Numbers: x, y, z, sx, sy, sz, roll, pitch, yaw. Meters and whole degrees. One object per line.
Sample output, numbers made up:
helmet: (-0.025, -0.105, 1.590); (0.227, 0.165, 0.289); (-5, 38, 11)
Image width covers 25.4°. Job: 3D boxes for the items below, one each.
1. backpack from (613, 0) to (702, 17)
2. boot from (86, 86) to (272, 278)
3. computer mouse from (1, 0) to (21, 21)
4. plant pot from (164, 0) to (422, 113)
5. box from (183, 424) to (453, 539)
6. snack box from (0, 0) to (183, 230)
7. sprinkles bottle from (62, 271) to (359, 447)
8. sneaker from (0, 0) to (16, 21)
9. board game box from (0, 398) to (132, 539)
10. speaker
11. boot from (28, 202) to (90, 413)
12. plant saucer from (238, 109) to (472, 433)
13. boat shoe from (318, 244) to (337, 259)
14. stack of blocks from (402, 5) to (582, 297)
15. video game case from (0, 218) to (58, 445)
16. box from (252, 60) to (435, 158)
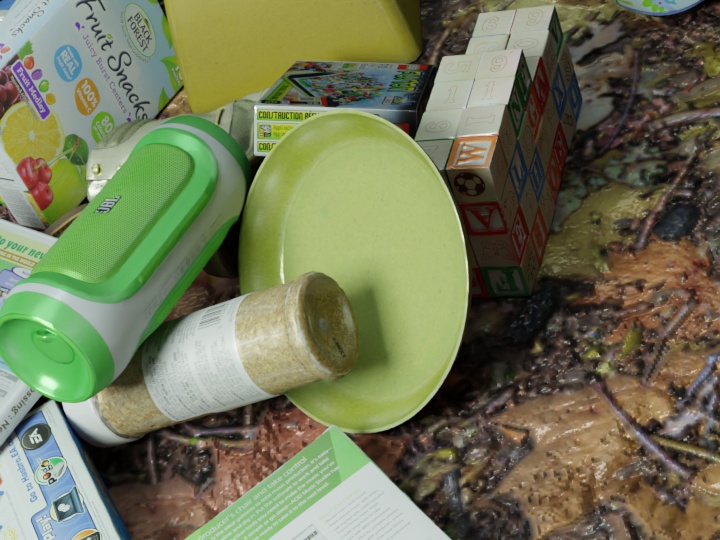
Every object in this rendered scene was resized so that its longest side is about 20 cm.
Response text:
backpack: (0.242, -0.306, 1.207); (0.200, 0.147, 0.183); (-39, 41, -5)
boot: (-0.134, -0.058, 1.186); (0.153, 0.072, 0.201); (-8, 38, 18)
computer mouse: (-0.287, -0.199, 1.346); (0.109, 0.044, 0.202); (23, 99, 49)
plant pot: (-0.070, -0.275, 1.306); (0.198, 0.177, 0.201); (-13, 41, 12)
box: (-0.014, 0.187, 0.894); (0.144, 0.036, 0.200); (-36, 43, -13)
snack box: (-0.232, -0.151, 1.278); (0.053, 0.143, 0.200); (11, 51, 34)
sprinkles bottle: (-0.098, 0.059, 1.007); (0.199, 0.068, 0.069); (-19, 38, 32)
sneaker: (-0.274, -0.240, 1.449); (0.199, 0.077, 0.112); (-24, 33, 12)
board game box: (-0.232, 0.201, 0.967); (0.195, 0.056, 0.200); (-31, 41, -7)
speaker: (-0.146, -0.011, 1.009); (0.088, 0.089, 0.200); (5, 42, 30)
boot: (-0.228, 0.039, 1.145); (0.075, 0.074, 0.201); (25, 62, 19)
plant saucer: (0.000, 0.000, 1.001); (0.199, 0.202, 0.031); (21, 19, 40)
boat shoe: (-0.012, -0.057, 1.128); (0.071, 0.066, 0.202); (-20, 40, 8)
stack of blocks: (0.094, -0.093, 1.079); (0.058, 0.116, 0.201); (-2, 45, 24)
video game case: (-0.275, 0.044, 1.086); (0.199, 0.022, 0.182); (17, 60, 38)
box: (-0.007, -0.115, 1.125); (0.109, 0.035, 0.200); (2, 16, 5)
